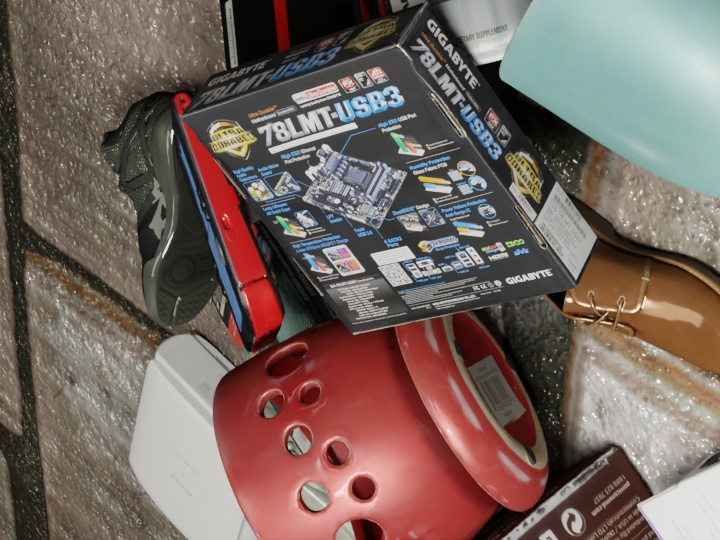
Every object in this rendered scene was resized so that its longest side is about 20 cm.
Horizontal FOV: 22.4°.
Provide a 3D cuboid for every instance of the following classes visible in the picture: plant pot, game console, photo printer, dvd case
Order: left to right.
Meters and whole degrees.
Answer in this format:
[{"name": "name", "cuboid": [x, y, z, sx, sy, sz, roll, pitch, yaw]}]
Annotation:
[{"name": "photo printer", "cuboid": [-0.142, 0.177, 1.696, 0.166, 0.069, 0.201, 43, 141, 21]}, {"name": "game console", "cuboid": [-0.104, -0.030, 1.345, 0.200, 0.031, 0.178, 124, 122, -81]}, {"name": "dvd case", "cuboid": [-0.069, 0.042, 1.505, 0.200, 0.022, 0.147, 57, 149, 37]}, {"name": "game console", "cuboid": [-0.040, -0.180, 1.214, 0.177, 0.031, 0.201, -25, 67, 54]}, {"name": "plant pot", "cuboid": [0.020, 0.117, 1.295, 0.182, 0.200, 0.201, -33, 88, 16]}, {"name": "plant pot", "cuboid": [0.198, -0.133, 0.968, 0.161, 0.201, 0.201, 40, 141, 9]}]

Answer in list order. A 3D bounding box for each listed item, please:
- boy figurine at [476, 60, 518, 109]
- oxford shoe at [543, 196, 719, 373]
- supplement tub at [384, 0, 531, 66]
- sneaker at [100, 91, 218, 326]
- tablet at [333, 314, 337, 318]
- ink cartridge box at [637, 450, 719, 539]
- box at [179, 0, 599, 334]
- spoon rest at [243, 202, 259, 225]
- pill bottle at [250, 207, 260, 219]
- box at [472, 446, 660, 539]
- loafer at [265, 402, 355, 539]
[{"name": "boy figurine", "cuboid": [0.027, -0.185, 1.240, 0.200, 0.064, 0.125, 41, 144, 19]}, {"name": "oxford shoe", "cuboid": [0.175, 0.022, 1.206, 0.199, 0.071, 0.072, 30, 134, 32]}, {"name": "supplement tub", "cuboid": [0.060, -0.226, 1.106, 0.122, 0.122, 0.201, -7, 101, 52]}, {"name": "sneaker", "cuboid": [-0.166, -0.058, 1.537, 0.114, 0.076, 0.201, 31, 127, 51]}, {"name": "tablet", "cuboid": [-0.017, 0.087, 1.484, 0.200, 0.014, 0.131, 25, 138, 58]}, {"name": "ink cartridge box", "cuboid": [0.304, 0.198, 1.198, 0.199, 0.043, 0.200, 56, 142, 4]}, {"name": "box", "cuboid": [0.016, -0.057, 1.133, 0.199, 0.050, 0.199, -13, 123, 43]}, {"name": "spoon rest", "cuboid": [0.000, 0.000, 1.415, 0.200, 0.061, 0.099, 41, 158, 6]}, {"name": "pill bottle", "cuboid": [0.014, -0.058, 1.302, 0.199, 0.114, 0.115, 18, 128, 42]}, {"name": "box", "cuboid": [0.132, 0.262, 1.347, 0.165, 0.166, 0.200, 56, 144, 2]}, {"name": "loafer", "cuboid": [-0.030, 0.196, 1.572, 0.200, 0.070, 0.070, 50, 139, 7]}]
